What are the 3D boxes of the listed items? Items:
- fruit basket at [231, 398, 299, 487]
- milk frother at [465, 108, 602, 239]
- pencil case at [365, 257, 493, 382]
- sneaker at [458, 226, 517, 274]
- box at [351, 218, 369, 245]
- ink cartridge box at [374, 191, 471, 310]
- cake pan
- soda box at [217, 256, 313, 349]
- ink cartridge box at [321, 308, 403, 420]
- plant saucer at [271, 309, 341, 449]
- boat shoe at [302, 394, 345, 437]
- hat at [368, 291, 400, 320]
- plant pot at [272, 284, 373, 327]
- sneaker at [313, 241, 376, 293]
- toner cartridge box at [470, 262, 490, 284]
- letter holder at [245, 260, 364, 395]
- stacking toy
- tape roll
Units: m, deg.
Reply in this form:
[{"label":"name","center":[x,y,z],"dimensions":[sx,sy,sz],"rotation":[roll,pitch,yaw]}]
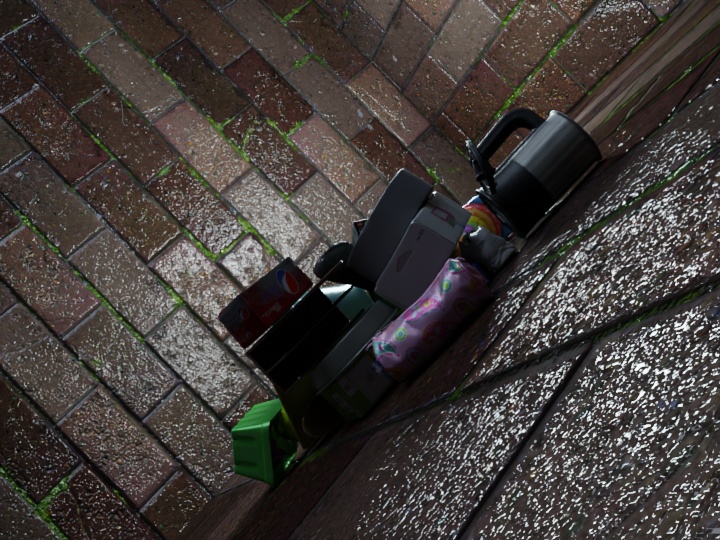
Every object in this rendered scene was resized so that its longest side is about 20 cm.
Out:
[{"label":"fruit basket","center":[-0.147,0.335,1.455],"dimensions":[0.211,0.159,0.216],"rotation":[-3,7,0]},{"label":"milk frother","center":[0.274,-0.182,1.154],"dimensions":[0.188,0.180,0.200],"rotation":[-46,-4,4]},{"label":"pencil case","center":[0.099,0.073,1.025],"dimensions":[0.200,0.087,0.087],"rotation":[-46,-1,13]},{"label":"sneaker","center":[0.208,-0.033,1.237],"dimensions":[0.071,0.080,0.200],"rotation":[-47,-2,-13]},{"label":"box","center":[0.081,-0.076,1.418],"dimensions":[0.197,0.035,0.111],"rotation":[-14,-28,-11]},{"label":"ink cartridge box","center":[0.110,-0.034,1.209],"dimensions":[0.146,0.084,0.200],"rotation":[-62,-6,25]},{"label":"cake pan","center":[-0.017,0.124,1.187],"dimensions":[0.200,0.037,0.200],"rotation":[-46,-1,-1]},{"label":"soda box","center":[-0.151,0.048,1.154],"dimensions":[0.063,0.070,0.200],"rotation":[-41,3,26]},{"label":"ink cartridge box","center":[0.030,0.159,1.227],"dimensions":[0.200,0.076,0.148],"rotation":[-45,-2,-17]},{"label":"plant saucer","center":[-0.090,0.204,1.357],"dimensions":[0.048,0.202,0.200],"rotation":[15,47,37]},{"label":"boat shoe","center":[-0.040,0.246,1.338],"dimensions":[0.200,0.074,0.067],"rotation":[-42,-14,-35]},{"label":"hat","center":[0.109,0.016,1.402],"dimensions":[0.165,0.201,0.176],"rotation":[-34,-7,-13]},{"label":"plant pot","center":[-0.067,0.123,1.571],"dimensions":[0.186,0.202,0.200],"rotation":[-28,-10,-29]},{"label":"sneaker","center":[0.000,0.000,1.347],"dimensions":[0.198,0.091,0.077],"rotation":[-2,-50,-41]},{"label":"toner cartridge box","center":[0.145,0.043,1.223],"dimensions":[0.095,0.043,0.200],"rotation":[-41,3,-12]},{"label":"letter holder","center":[-0.080,0.094,1.217],"dimensions":[0.200,0.101,0.142],"rotation":[-45,0,-37]},{"label":"stacking toy","center":[0.208,-0.060,1.377],"dimensions":[0.116,0.110,0.200],"rotation":[-46,-4,32]},{"label":"tape roll","center":[0.054,-0.077,1.252],"dimensions":[0.202,0.066,0.200],"rotation":[-58,-6,-9]}]
